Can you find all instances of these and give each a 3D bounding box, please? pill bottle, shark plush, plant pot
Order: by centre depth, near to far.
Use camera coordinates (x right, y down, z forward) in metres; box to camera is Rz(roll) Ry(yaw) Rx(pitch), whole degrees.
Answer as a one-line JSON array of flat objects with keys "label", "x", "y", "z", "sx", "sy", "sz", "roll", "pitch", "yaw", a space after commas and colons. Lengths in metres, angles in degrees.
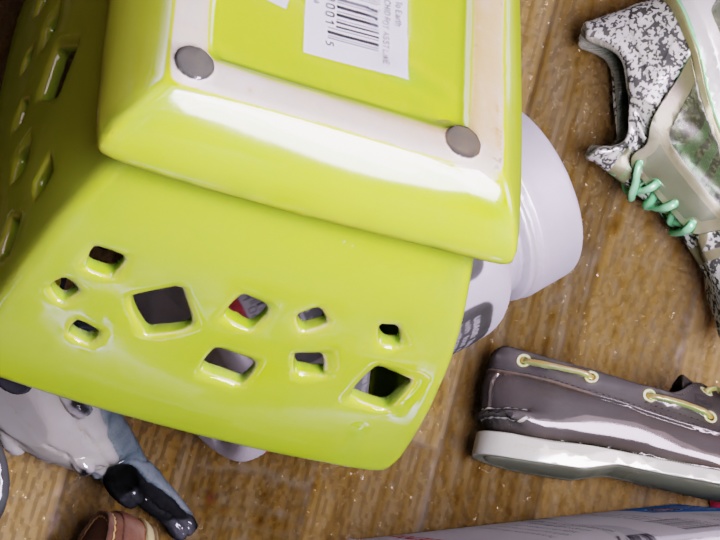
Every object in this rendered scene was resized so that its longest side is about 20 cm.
[{"label": "plant pot", "x": -0.037, "y": -0.061, "z": 0.946, "sx": 0.198, "sy": 0.182, "sz": 0.201, "roll": 15, "pitch": 53, "yaw": -17}, {"label": "shark plush", "x": -0.133, "y": 0.042, "z": 1.086, "sx": 0.200, "sy": 0.091, "sz": 0.083, "roll": 45, "pitch": 41, "yaw": -8}, {"label": "pill bottle", "x": 0.000, "y": 0.000, "z": 1.116, "sx": 0.199, "sy": 0.114, "sz": 0.114, "roll": -26, "pitch": 96, "yaw": -23}]

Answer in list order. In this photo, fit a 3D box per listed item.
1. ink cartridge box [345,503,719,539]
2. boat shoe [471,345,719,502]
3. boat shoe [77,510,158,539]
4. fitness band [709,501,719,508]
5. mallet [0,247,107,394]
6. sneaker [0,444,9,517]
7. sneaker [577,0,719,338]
[{"label": "ink cartridge box", "x": 0.110, "y": 0.165, "z": 1.131, "sx": 0.199, "sy": 0.146, "sz": 0.086, "roll": -5, "pitch": 89, "yaw": -22}, {"label": "boat shoe", "x": 0.159, "y": 0.082, "z": 1.187, "sx": 0.200, "sy": 0.072, "sz": 0.061, "roll": 10, "pitch": 78, "yaw": -9}, {"label": "boat shoe", "x": -0.158, "y": 0.196, "z": 1.057, "sx": 0.067, "sy": 0.072, "sz": 0.201, "roll": 32, "pitch": 77, "yaw": -19}, {"label": "fitness band", "x": 0.283, "y": 0.112, "z": 1.268, "sx": 0.199, "sy": 0.037, "sz": 0.144, "roll": -19, "pitch": 93, "yaw": -22}, {"label": "mallet", "x": -0.130, "y": 0.001, "z": 1.039, "sx": 0.041, "sy": 0.200, "sz": 0.066, "roll": -35, "pitch": 118, "yaw": 22}, {"label": "sneaker", "x": -0.231, "y": 0.054, "z": 1.023, "sx": 0.200, "sy": 0.099, "sz": 0.071, "roll": 38, "pitch": 75, "yaw": -14}, {"label": "sneaker", "x": 0.161, "y": -0.053, "z": 1.221, "sx": 0.088, "sy": 0.077, "sz": 0.201, "roll": -12, "pitch": 85, "yaw": -10}]
